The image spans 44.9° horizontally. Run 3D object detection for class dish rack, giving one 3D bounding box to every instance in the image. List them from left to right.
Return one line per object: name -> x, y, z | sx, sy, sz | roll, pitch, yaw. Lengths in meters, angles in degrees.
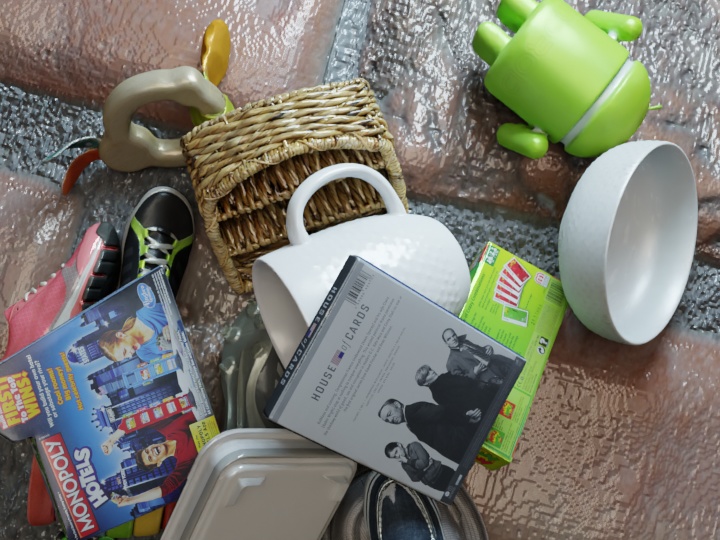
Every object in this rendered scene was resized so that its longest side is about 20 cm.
dish rack -> -0.093, 0.236, 0.799 | 0.171, 0.044, 0.201 | 9, 116, -40

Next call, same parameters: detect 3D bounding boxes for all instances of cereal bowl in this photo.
cereal bowl -> 0.255, -0.031, 0.864 | 0.083, 0.200, 0.201 | 12, 82, 41

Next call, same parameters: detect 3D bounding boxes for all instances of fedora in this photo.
fedora -> 0.043, 0.280, 0.853 | 0.176, 0.090, 0.201 | -20, 86, -4

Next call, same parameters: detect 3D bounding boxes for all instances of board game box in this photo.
board game box -> -0.239, 0.122, 0.761 | 0.199, 0.062, 0.201 | -19, 91, -22
board game box -> 0.129, 0.082, 0.862 | 0.101, 0.048, 0.201 | 28, 63, -1

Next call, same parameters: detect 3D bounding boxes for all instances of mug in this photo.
mug -> 0.000, 0.000, 0.812 | 0.175, 0.148, 0.201 | -24, 104, -21

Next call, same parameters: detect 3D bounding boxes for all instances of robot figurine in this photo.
robot figurine -> 0.209, -0.198, 0.893 | 0.200, 0.116, 0.176 | 38, 90, 1

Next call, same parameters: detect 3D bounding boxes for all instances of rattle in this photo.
rattle -> -0.231, -0.173, 0.898 | 0.199, 0.130, 0.144 | -20, 73, 22

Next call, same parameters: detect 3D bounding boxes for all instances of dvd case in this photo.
dvd case -> 0.035, 0.098, 0.745 | 0.200, 0.025, 0.151 | 31, 86, -25

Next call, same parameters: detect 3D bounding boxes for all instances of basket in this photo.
basket -> -0.059, -0.082, 0.852 | 0.199, 0.143, 0.150 | -17, 79, -4

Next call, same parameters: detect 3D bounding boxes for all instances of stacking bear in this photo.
stacking bear -> -0.207, 0.203, 0.846 | 0.199, 0.121, 0.114 | 10, 82, -9

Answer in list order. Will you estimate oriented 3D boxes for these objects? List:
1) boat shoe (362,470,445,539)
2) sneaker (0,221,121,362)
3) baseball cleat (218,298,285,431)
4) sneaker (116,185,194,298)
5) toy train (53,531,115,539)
boat shoe -> 0.051, 0.270, 0.762 | 0.070, 0.091, 0.201 | -14, 83, -3
sneaker -> -0.309, 0.037, 0.871 | 0.086, 0.074, 0.201 | 21, 83, 3
baseball cleat -> -0.095, 0.132, 0.878 | 0.069, 0.106, 0.201 | -14, 56, 28
sneaker -> -0.204, 0.016, 0.864 | 0.071, 0.083, 0.201 | 15, 89, -28
toy train -> -0.215, 0.313, 0.866 | 0.199, 0.042, 0.057 | 21, 94, 0
